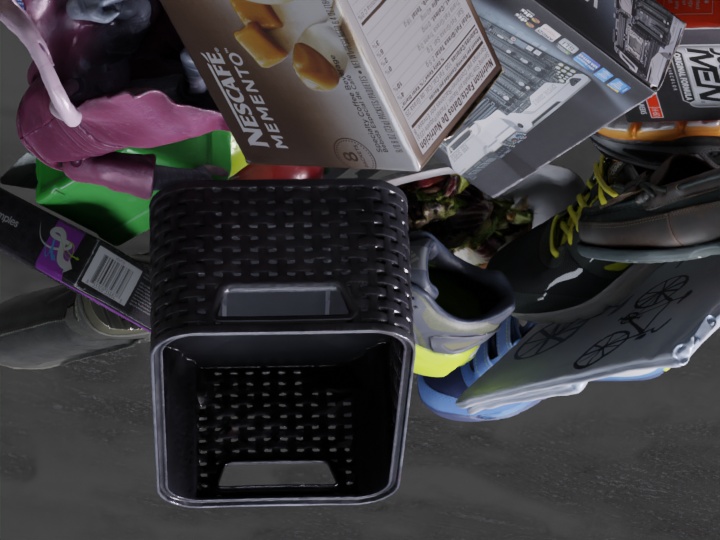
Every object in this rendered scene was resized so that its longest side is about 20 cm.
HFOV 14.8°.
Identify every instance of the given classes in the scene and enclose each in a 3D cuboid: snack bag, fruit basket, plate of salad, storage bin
[{"bbox_3d":[0.174,0.020,1.630,0.200,0.188,0.021,-16,108,51],"label":"snack bag"},{"bbox_3d":[-0.080,-0.073,1.602,0.199,0.094,0.185,2,163,-35],"label":"fruit basket"},{"bbox_3d":[0.041,-0.017,1.668,0.199,0.048,0.200,-11,162,-4],"label":"plate of salad"},{"bbox_3d":[-0.044,0.042,1.482,0.135,0.094,0.200,-1,150,-3],"label":"storage bin"}]

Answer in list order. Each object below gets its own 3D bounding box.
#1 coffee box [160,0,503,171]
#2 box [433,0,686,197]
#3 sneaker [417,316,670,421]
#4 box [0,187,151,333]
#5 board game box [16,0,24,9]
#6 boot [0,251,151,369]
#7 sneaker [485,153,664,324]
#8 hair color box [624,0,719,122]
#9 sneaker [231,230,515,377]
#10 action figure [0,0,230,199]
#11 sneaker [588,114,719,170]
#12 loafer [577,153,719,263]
[{"bbox_3d":[-0.033,-0.147,1.267,0.114,0.080,0.200,6,135,40],"label":"coffee box"},{"bbox_3d":[0.036,-0.133,1.370,0.200,0.050,0.158,35,148,-15],"label":"box"},{"bbox_3d":[0.112,0.042,1.817,0.200,0.074,0.082,-20,145,32],"label":"sneaker"},{"bbox_3d":[-0.196,-0.020,1.659,0.200,0.036,0.143,25,175,32],"label":"box"},{"bbox_3d":[-0.224,-0.196,1.364,0.151,0.046,0.200,8,157,-5],"label":"board game box"},{"bbox_3d":[-0.144,0.027,1.838,0.181,0.073,0.200,0,165,-25],"label":"boot"},{"bbox_3d":[0.151,-0.038,1.613,0.200,0.075,0.085,-26,135,22],"label":"sneaker"},{"bbox_3d":[0.226,-0.125,1.405,0.199,0.061,0.102,-1,155,16],"label":"hair color box"},{"bbox_3d":[0.000,0.000,1.573,0.199,0.074,0.081,14,149,-29],"label":"sneaker"},{"bbox_3d":[-0.131,-0.081,1.411,0.149,0.134,0.200,-28,179,-32],"label":"action figure"},{"bbox_3d":[0.212,-0.081,1.503,0.199,0.079,0.077,12,159,13],"label":"sneaker"},{"bbox_3d":[0.188,-0.038,1.462,0.072,0.063,0.200,-11,-174,-35],"label":"loafer"}]
